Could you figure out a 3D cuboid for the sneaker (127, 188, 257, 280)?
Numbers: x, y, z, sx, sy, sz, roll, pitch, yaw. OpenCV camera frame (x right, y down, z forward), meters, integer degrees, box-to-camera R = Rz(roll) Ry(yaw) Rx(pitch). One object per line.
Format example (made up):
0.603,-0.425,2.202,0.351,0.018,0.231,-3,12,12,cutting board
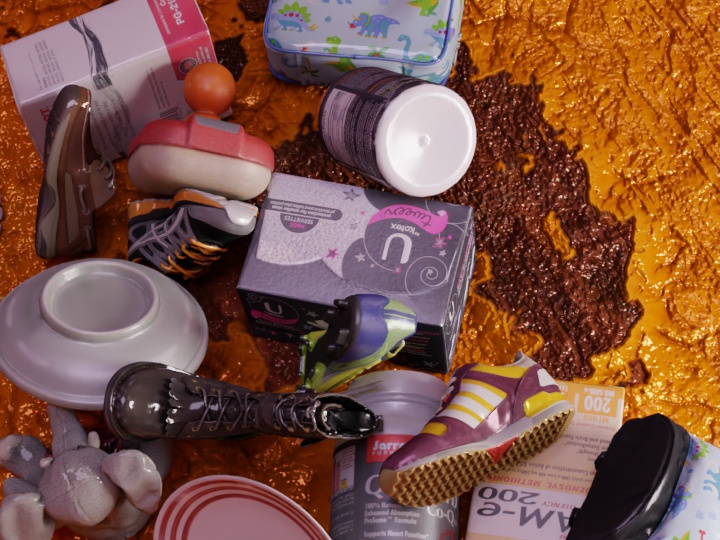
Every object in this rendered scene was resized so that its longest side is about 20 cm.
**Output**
-0.162,-0.030,1.611,0.078,0.199,0.078,17,75,-31,sneaker

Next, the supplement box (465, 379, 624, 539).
0.164,0.200,1.507,0.125,0.074,0.201,6,65,9,supplement box

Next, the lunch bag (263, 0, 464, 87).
0.007,-0.266,1.743,0.198,0.083,0.162,6,66,8,lunch bag

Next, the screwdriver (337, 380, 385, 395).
-0.056,0.128,1.534,0.199,0.028,0.029,-14,65,37,screwdriver

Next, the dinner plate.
-0.090,0.261,1.456,0.199,0.201,0.024,25,34,16,dinner plate

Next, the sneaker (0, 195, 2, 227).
-0.414,-0.028,1.665,0.076,0.082,0.201,12,66,11,sneaker

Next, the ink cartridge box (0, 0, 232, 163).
-0.243,-0.189,1.693,0.199,0.145,0.085,-22,61,-6,ink cartridge box

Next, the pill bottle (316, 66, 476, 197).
0.024,-0.139,1.624,0.106,0.107,0.200,-34,23,-11,pill bottle

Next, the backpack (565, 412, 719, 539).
0.292,0.237,1.426,0.153,0.200,0.163,-16,29,46,backpack

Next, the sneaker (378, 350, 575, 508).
0.086,0.133,1.452,0.199,0.075,0.090,-17,55,-31,sneaker

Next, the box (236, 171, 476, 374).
0.000,0.000,1.597,0.198,0.115,0.133,11,66,10,box

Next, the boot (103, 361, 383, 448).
-0.097,0.116,1.431,0.173,0.199,0.070,-1,84,40,boot

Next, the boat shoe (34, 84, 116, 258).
-0.272,-0.094,1.634,0.071,0.201,0.076,5,44,-13,boat shoe

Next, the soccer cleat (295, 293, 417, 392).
-0.007,0.075,1.526,0.083,0.200,0.065,6,68,-16,soccer cleat

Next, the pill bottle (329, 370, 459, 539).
0.031,0.199,1.497,0.115,0.116,0.202,-1,64,5,pill bottle

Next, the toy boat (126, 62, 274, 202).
-0.152,-0.135,1.625,0.129,0.200,0.132,11,84,-14,toy boat

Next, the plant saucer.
-0.236,0.042,1.528,0.198,0.051,0.201,4,38,-3,plant saucer

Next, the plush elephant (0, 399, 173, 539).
-0.247,0.181,1.507,0.164,0.155,0.201,-19,63,-4,plush elephant

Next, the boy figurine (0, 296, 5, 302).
-0.283,0.047,1.629,0.198,0.065,0.125,1,65,2,boy figurine
